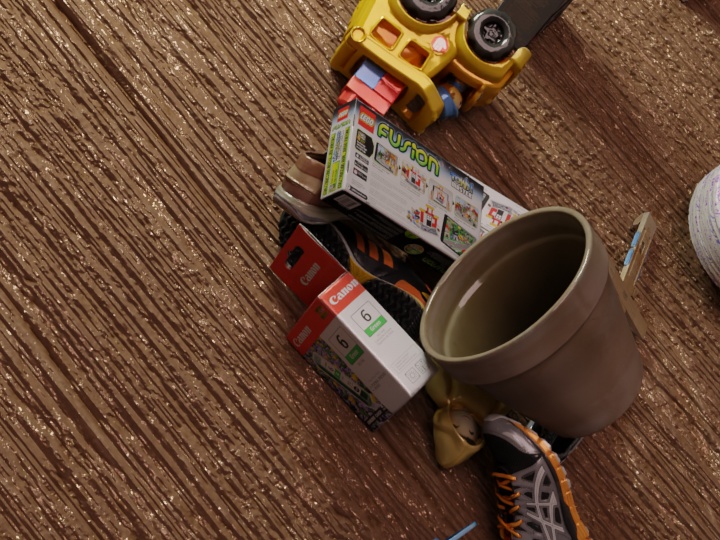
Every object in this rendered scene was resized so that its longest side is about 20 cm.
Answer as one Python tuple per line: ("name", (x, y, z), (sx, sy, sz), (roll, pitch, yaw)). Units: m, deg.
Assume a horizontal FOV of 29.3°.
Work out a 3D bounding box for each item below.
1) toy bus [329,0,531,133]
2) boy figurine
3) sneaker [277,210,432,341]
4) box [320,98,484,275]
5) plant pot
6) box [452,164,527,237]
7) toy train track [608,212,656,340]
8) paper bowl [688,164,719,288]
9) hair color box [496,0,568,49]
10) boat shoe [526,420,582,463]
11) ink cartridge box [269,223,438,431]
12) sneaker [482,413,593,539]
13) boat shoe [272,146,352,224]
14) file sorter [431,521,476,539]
("toy bus", (0.063, -0.226, 1.552), (0.199, 0.136, 0.193), (34, 71, -7))
("boy figurine", (0.115, 0.111, 1.441), (0.124, 0.064, 0.201), (35, 55, -14))
("sneaker", (0.000, 0.000, 1.455), (0.200, 0.070, 0.090), (40, 22, 14))
("box", (0.048, -0.079, 1.415), (0.199, 0.035, 0.111), (31, 54, -36))
("plant pot", (0.188, 0.066, 1.365), (0.174, 0.199, 0.201), (47, 54, -26))
("box", (0.155, -0.023, 1.529), (0.199, 0.035, 0.111), (31, 58, -6))
("toy train track", (0.299, 0.004, 1.577), (0.115, 0.032, 0.200), (57, 41, -25))
("paper bowl", (0.481, -0.040, 1.642), (0.199, 0.104, 0.202), (9, 63, -19))
("hair color box", (0.240, -0.355, 1.635), (0.061, 0.200, 0.099), (43, 58, 2))
("boat shoe", (0.234, 0.129, 1.478), (0.074, 0.068, 0.199), (42, 57, 1))
("ink cartridge box", (-0.022, 0.059, 1.381), (0.200, 0.109, 0.050), (46, 58, 4))
("sneaker", (0.169, 0.236, 1.378), (0.077, 0.078, 0.201), (-30, 98, -20))
("boat shoe", (-0.011, -0.096, 1.441), (0.075, 0.072, 0.200), (31, 22, 22))
("file sorter", (0.095, 0.355, 1.281), (0.138, 0.123, 0.201), (-28, 78, -31))
